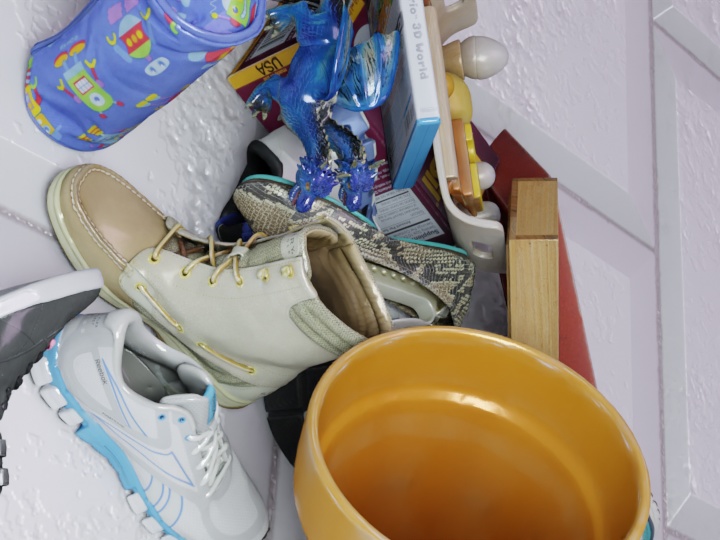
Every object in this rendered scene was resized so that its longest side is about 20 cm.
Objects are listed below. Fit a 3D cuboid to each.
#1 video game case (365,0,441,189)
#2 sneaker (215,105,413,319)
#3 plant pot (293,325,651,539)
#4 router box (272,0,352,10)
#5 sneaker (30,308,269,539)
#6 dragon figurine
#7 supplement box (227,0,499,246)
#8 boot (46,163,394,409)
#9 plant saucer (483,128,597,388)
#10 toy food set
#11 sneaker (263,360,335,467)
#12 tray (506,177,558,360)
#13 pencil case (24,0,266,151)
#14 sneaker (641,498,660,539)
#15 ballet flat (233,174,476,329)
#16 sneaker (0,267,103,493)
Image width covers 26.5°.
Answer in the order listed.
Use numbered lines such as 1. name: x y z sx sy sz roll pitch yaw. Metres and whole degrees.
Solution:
1. video game case: 0.024 -0.171 1.039 0.018 0.143 0.201 -6 77 -7
2. sneaker: -0.041 -0.019 1.077 0.115 0.081 0.200 -26 115 -24
3. plant pot: 0.048 0.167 0.911 0.200 0.184 0.200 10 39 -8
4. router box: -0.113 -0.237 1.010 0.200 0.150 0.062 17 94 -46
5. sneaker: -0.111 0.100 0.930 0.200 0.087 0.075 50 41 -25
6. dragon figurine: -0.015 -0.133 0.965 0.059 0.099 0.201 15 90 -46
7. supplement box: 0.006 -0.113 1.157 0.200 0.086 0.110 51 42 -24
8. boot: -0.086 -0.007 0.945 0.200 0.154 0.072 49 46 -19
9. plant saucer: 0.136 0.004 1.209 0.200 0.037 0.200 -110 -175 -73
10. toy food set: 0.081 -0.107 1.068 0.144 0.060 0.201 58 24 -77
11. sneaker: -0.001 0.107 1.078 0.115 0.076 0.201 -25 105 -59
12. tray: 0.122 0.046 1.071 0.099 0.037 0.200 -77 166 -62
13. pencil case: -0.134 -0.139 0.913 0.087 0.200 0.078 40 56 -17
14. sneaker: 0.181 0.172 1.262 0.200 0.077 0.080 54 54 -18
15. ballet flat: 0.000 0.000 1.013 0.200 0.068 0.075 21 65 -37
16. sneaker: -0.209 0.070 0.843 0.200 0.071 0.099 -31 101 -45
